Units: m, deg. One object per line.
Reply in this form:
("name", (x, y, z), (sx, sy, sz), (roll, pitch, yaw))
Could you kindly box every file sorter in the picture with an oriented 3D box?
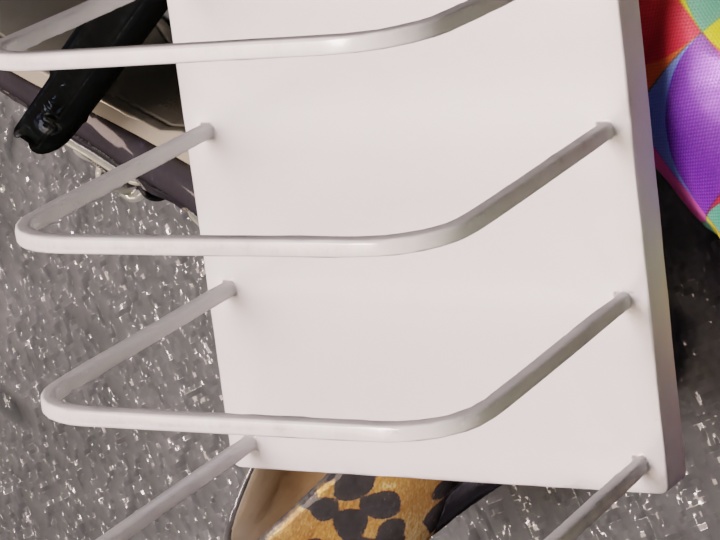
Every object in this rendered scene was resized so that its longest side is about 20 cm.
("file sorter", (-0.012, -0.024, 0.764), (0.138, 0.124, 0.201), (1, 107, 29))

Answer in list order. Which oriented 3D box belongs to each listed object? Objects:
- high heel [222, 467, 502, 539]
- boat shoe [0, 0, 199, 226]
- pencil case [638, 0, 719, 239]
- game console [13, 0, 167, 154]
("high heel", (0.000, 0.000, 0.857), (0.071, 0.142, 0.201), (54, 170, 53))
("boat shoe", (-0.079, -0.045, 1.030), (0.199, 0.072, 0.063), (30, 124, 31))
("pencil case", (0.098, -0.060, 0.816), (0.201, 0.088, 0.088), (57, 139, 18))
("game console", (-0.070, -0.167, 0.940), (0.116, 0.176, 0.200), (36, 137, -5))
